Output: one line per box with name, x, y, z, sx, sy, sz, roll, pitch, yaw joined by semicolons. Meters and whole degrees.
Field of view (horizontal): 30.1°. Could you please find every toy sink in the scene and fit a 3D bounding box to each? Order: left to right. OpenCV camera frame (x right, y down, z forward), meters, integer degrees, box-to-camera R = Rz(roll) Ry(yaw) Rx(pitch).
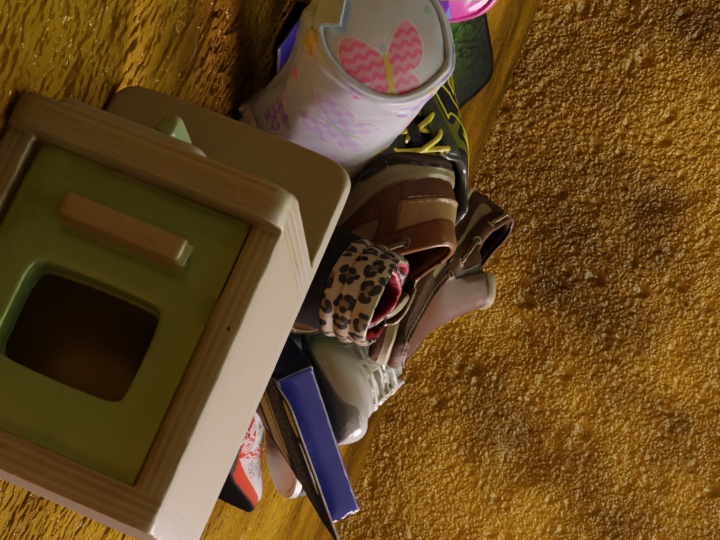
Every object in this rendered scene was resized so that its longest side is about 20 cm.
toy sink;-0.098;0.003;0.582;0.112;0.129;0.201;85;28;-72

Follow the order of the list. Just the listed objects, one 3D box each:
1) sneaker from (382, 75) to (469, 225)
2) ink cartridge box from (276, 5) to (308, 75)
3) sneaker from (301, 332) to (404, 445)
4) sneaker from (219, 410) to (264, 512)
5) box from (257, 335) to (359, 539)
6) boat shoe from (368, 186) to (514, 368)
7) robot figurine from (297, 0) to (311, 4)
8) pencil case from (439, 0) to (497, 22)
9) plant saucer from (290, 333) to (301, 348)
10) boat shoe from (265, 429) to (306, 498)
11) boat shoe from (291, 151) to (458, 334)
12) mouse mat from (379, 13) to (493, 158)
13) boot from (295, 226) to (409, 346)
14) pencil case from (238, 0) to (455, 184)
sneaker;0.040;-0.110;0.916;0.085;0.074;0.201;-102;168;-45
ink cartridge box;-0.012;-0.171;1.047;0.199;0.043;0.201;99;15;-58
sneaker;-0.004;0.079;1.047;0.200;0.079;0.071;-109;-166;-75
sneaker;-0.100;0.133;1.145;0.202;0.067;0.109;86;28;-66
box;-0.050;0.098;0.959;0.200;0.032;0.122;-132;-157;-62
boat shoe;0.072;0.005;1.051;0.075;0.074;0.203;104;12;-47
robot figurine;-0.012;-0.227;0.827;0.200;0.058;0.146;-51;163;-66
pencil case;0.065;-0.270;0.947;0.089;0.087;0.201;101;-5;-54
plant saucer;-0.071;0.034;1.073;0.019;0.070;0.200;-29;169;-9
boat shoe;-0.051;0.124;1.188;0.201;0.061;0.073;-107;-150;-55
boat shoe;0.000;0.000;0.882;0.200;0.075;0.074;-47;-130;52
mouse mat;0.044;-0.176;1.006;0.200;0.007;0.162;-45;133;-40
boot;-0.047;-0.005;0.816;0.204;0.153;0.074;6;106;-82
pencil case;-0.014;-0.110;0.819;0.084;0.090;0.200;-61;-170;-21
